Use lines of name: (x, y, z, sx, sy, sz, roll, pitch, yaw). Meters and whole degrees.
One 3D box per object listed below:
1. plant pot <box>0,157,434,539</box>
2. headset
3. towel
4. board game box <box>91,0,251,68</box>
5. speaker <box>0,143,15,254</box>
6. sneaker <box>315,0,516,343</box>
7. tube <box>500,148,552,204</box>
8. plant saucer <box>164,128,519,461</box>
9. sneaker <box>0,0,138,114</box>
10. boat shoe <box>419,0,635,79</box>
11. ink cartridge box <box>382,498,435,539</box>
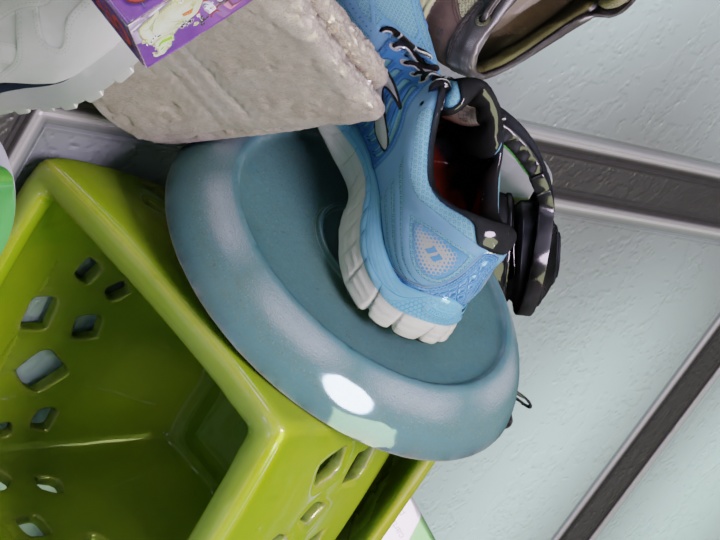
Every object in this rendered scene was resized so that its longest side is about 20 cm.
plant pot: (-0.083, 0.082, 1.085, 0.181, 0.200, 0.199, 2, 128, -51)
headset: (0.049, -0.007, 1.177, 0.123, 0.094, 0.201, -15, 114, 8)
towel: (-0.080, -0.116, 0.936, 0.132, 0.035, 0.200, -5, 151, 22)
board game box: (-0.078, -0.170, 0.798, 0.120, 0.200, 0.032, -31, 146, -11)
speaker: (-0.173, -0.025, 0.787, 0.088, 0.089, 0.200, -40, -177, 0)
sneaker: (0.033, -0.068, 1.018, 0.078, 0.201, 0.090, 14, 140, -38)
tube: (0.052, 0.016, 1.260, 0.052, 0.058, 0.200, -52, 169, -51)
plant saucer: (0.000, 0.000, 1.031, 0.200, 0.201, 0.027, 4, 138, -45)
sneaker: (-0.141, -0.107, 0.850, 0.200, 0.077, 0.080, -19, 140, 42)
boat shoe: (0.116, -0.156, 1.111, 0.200, 0.065, 0.073, -36, 144, -8)
ink cartridge box: (-0.058, 0.187, 1.251, 0.200, 0.145, 0.084, -30, -173, -13)
